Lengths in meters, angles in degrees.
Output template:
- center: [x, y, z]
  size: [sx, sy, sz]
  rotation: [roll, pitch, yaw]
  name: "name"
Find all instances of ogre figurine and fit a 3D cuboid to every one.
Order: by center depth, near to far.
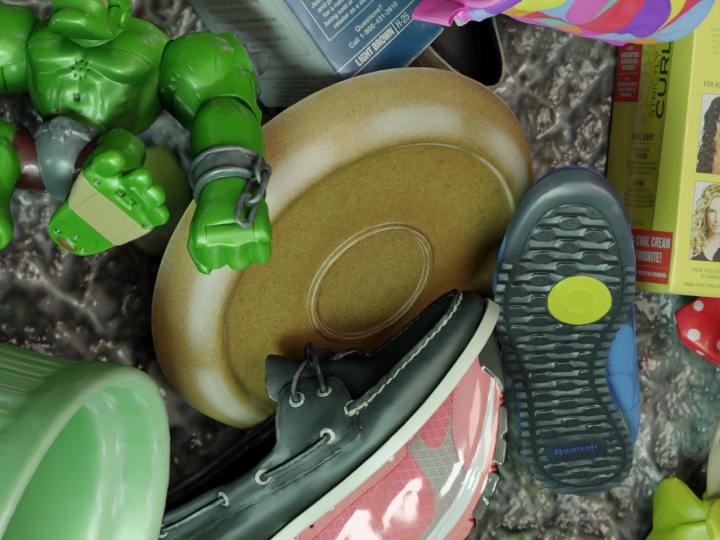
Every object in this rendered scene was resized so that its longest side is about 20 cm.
- center: [-0.124, -0.063, 1.121]
  size: [0.098, 0.199, 0.120]
  rotation: [63, 33, -37]
  name: "ogre figurine"

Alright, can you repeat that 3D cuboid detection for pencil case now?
- center: [0.091, -0.146, 1.201]
  size: [0.200, 0.088, 0.089]
  rotation: [-1, 94, -55]
  name: "pencil case"

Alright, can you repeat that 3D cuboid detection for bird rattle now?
- center: [0.216, 0.093, 1.363]
  size: [0.163, 0.112, 0.201]
  rotation: [24, 69, -39]
  name: "bird rattle"

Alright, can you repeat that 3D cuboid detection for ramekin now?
- center: [-0.165, 0.121, 1.089]
  size: [0.097, 0.200, 0.201]
  rotation: [18, 83, 15]
  name: "ramekin"

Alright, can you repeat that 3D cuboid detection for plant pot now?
- center: [0.000, 0.000, 1.201]
  size: [0.199, 0.028, 0.201]
  rotation: [-21, 136, -22]
  name: "plant pot"

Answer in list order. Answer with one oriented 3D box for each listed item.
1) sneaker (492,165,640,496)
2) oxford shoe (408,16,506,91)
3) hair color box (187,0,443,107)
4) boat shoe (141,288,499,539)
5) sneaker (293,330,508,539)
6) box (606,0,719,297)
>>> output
- center: [0.098, 0.016, 1.252]
  size: [0.066, 0.079, 0.201]
  rotation: [-2, 134, 6]
  name: "sneaker"
- center: [0.017, -0.169, 1.229]
  size: [0.070, 0.075, 0.201]
  rotation: [-36, 108, -20]
  name: "oxford shoe"
- center: [-0.058, -0.167, 1.176]
  size: [0.061, 0.100, 0.200]
  rotation: [-44, 112, -19]
  name: "hair color box"
- center: [-0.026, 0.068, 1.173]
  size: [0.066, 0.075, 0.199]
  rotation: [44, 109, -8]
  name: "boat shoe"
- center: [0.005, 0.109, 1.225]
  size: [0.086, 0.074, 0.201]
  rotation: [18, 104, -15]
  name: "sneaker"
- center: [0.163, -0.089, 1.315]
  size: [0.050, 0.075, 0.201]
  rotation: [4, 93, -27]
  name: "box"
